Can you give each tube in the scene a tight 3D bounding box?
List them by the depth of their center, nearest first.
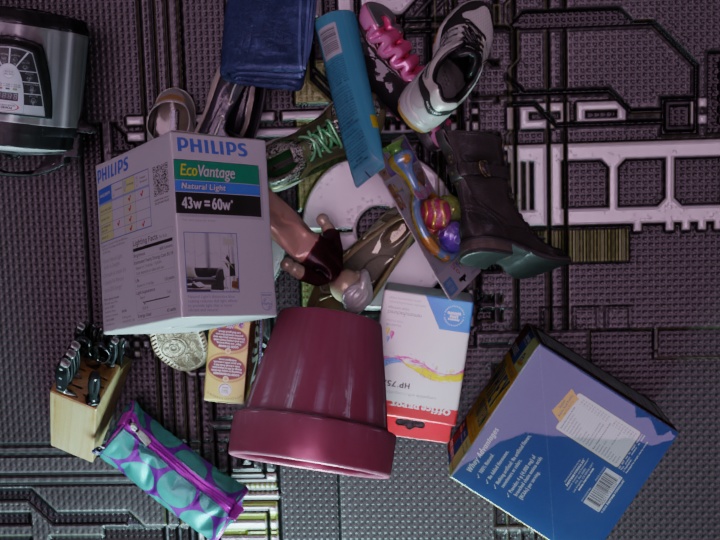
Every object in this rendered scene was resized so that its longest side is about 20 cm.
[{"bbox_3d":[-0.010,-0.204,1.289,0.050,0.077,0.202,-7,79,-22],"label":"tube"}]

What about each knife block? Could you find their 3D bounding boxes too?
[{"bbox_3d":[-0.349,0.159,1.367,0.064,0.176,0.201,23,98,1],"label":"knife block"}]

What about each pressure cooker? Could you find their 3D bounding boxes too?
[{"bbox_3d":[-0.419,-0.214,1.328,0.175,0.178,0.202,13,99,33],"label":"pressure cooker"}]

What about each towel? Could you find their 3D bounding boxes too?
[{"bbox_3d":[-0.108,-0.320,1.324,0.111,0.049,0.202,4,75,4],"label":"towel"}]

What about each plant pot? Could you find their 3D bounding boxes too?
[{"bbox_3d":[-0.049,0.145,1.309,0.198,0.200,0.181,7,78,2],"label":"plant pot"}]

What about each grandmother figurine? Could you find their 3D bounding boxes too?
[{"bbox_3d":[-0.062,-0.026,1.328,0.200,0.122,0.060,43,141,-9],"label":"grandmother figurine"}]

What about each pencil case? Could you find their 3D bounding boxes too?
[{"bbox_3d":[-0.242,0.260,1.417,0.200,0.092,0.085,37,61,-3],"label":"pencil case"}]

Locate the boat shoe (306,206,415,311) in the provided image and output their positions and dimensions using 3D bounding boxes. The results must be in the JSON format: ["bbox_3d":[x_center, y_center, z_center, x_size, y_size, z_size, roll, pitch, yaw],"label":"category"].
[{"bbox_3d":[0.002,0.001,1.384,0.073,0.063,0.201,45,97,-3],"label":"boat shoe"}]

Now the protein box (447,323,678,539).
[{"bbox_3d":[0.243,0.210,1.361,0.199,0.135,0.199,32,98,-1],"label":"protein box"}]

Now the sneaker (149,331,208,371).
[{"bbox_3d":[-0.259,0.032,1.408,0.070,0.109,0.201,-28,125,4],"label":"sneaker"}]

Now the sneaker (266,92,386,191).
[{"bbox_3d":[-0.056,-0.150,1.346,0.199,0.089,0.077,-31,98,16],"label":"sneaker"}]

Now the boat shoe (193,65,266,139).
[{"bbox_3d":[-0.164,-0.162,1.361,0.072,0.063,0.202,10,96,-43],"label":"boat shoe"}]

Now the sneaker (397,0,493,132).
[{"bbox_3d":[0.122,-0.249,1.298,0.075,0.088,0.201,36,63,-17],"label":"sneaker"}]

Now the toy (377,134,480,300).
[{"bbox_3d":[0.093,-0.075,1.340,0.047,0.115,0.201,-31,93,32],"label":"toy"}]

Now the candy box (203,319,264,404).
[{"bbox_3d":[-0.153,0.055,1.373,0.056,0.117,0.202,5,97,3],"label":"candy box"}]

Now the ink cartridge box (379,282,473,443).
[{"bbox_3d":[0.073,0.124,1.394,0.115,0.067,0.202,7,98,3],"label":"ink cartridge box"}]

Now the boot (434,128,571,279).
[{"bbox_3d":[0.178,-0.087,1.348,0.069,0.199,0.176,-25,64,42],"label":"boot"}]

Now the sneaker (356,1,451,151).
[{"bbox_3d":[0.036,-0.227,1.359,0.095,0.079,0.201,-30,94,28],"label":"sneaker"}]

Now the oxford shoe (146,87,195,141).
[{"bbox_3d":[-0.238,-0.129,1.385,0.074,0.058,0.202,0,99,1],"label":"oxford shoe"}]

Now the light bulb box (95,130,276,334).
[{"bbox_3d":[-0.202,-0.036,1.244,0.124,0.198,0.202,1,82,-38],"label":"light bulb box"}]
